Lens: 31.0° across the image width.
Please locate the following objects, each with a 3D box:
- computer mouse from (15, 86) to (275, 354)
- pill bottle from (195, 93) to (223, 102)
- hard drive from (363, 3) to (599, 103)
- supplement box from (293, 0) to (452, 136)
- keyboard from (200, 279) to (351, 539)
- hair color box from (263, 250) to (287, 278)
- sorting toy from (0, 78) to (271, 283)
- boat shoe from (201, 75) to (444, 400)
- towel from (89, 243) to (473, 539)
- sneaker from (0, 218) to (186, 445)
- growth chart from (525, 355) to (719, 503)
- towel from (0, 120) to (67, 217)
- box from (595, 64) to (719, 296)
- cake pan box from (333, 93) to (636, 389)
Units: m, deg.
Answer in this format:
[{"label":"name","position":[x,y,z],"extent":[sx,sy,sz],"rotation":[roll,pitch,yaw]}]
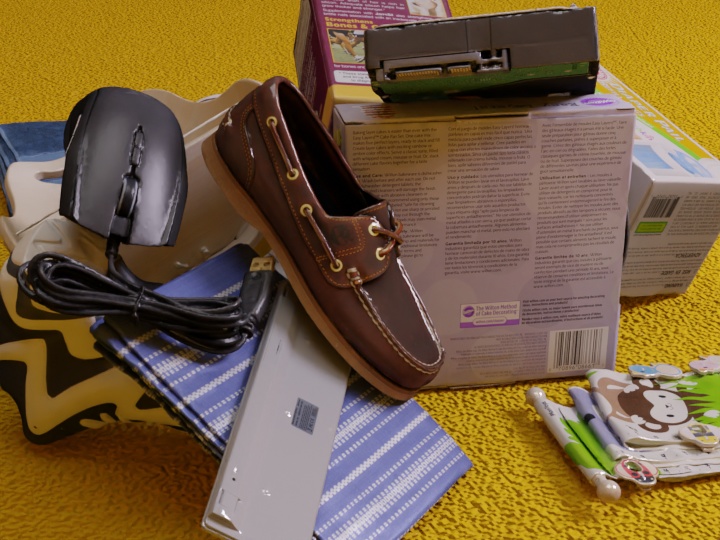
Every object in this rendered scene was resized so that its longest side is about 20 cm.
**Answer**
[{"label":"computer mouse","position":[-0.108,-0.041,0.744],"extent":[0.139,0.046,0.201],"rotation":[20,38,-15]},{"label":"pill bottle","position":[-0.114,-0.076,1.056],"extent":[0.111,0.114,0.200],"rotation":[2,23,4]},{"label":"hard drive","position":[0.083,-0.129,0.839],"extent":[0.138,0.038,0.200],"rotation":[-4,-1,10]},{"label":"supplement box","position":[0.016,-0.167,1.129],"extent":[0.129,0.104,0.201],"rotation":[2,45,-12]},{"label":"keyboard","position":[-0.037,0.076,0.703],"extent":[0.056,0.011,0.201],"rotation":[32,35,-13]},{"label":"hair color box","position":[0.000,0.000,0.950],"extent":[0.198,0.062,0.101],"rotation":[-13,28,-23]},{"label":"sorting toy","position":[-0.161,-0.062,0.896],"extent":[0.199,0.108,0.180],"rotation":[-33,43,-17]},{"label":"boat shoe","position":[-0.012,-0.020,0.755],"extent":[0.070,0.201,0.070],"rotation":[-39,-2,25]},{"label":"towel","position":[-0.042,0.073,0.729],"extent":[0.200,0.024,0.144],"rotation":[43,37,11]},{"label":"sneaker","position":[-0.142,0.069,0.785],"extent":[0.198,0.130,0.080],"rotation":[31,43,-16]},{"label":"growth chart","position":[0.203,0.089,0.808],"extent":[0.198,0.018,0.145],"rotation":[-7,25,-18]},{"label":"towel","position":[-0.266,-0.087,1.157],"extent":[0.110,0.049,0.200],"rotation":[-8,25,-19]},{"label":"box","position":[0.173,-0.080,0.991],"extent":[0.112,0.102,0.200],"rotation":[-2,37,-38]},{"label":"cake pan box","position":[0.080,-0.018,0.840],"extent":[0.197,0.186,0.052],"rotation":[-4,24,-8]}]
